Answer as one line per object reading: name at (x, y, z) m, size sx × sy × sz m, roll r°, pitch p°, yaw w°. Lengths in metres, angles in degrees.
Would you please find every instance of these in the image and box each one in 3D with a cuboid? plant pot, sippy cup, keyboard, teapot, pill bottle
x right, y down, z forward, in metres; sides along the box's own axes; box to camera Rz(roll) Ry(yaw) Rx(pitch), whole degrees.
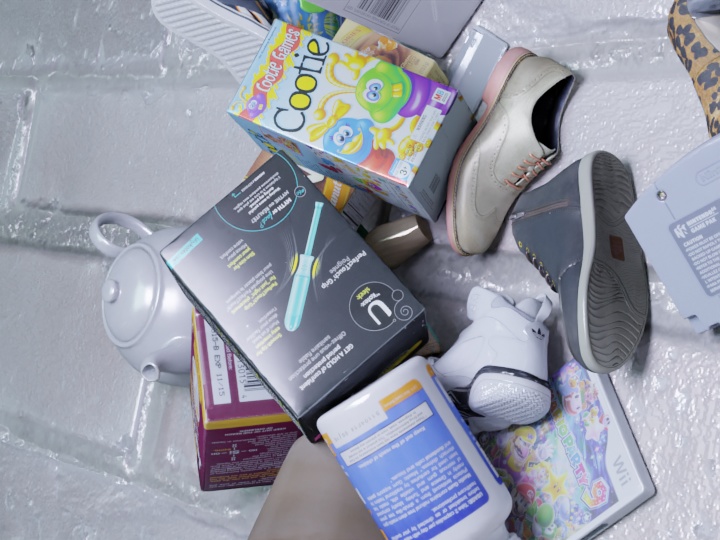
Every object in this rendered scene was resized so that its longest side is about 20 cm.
plant pot at (-0.019, 0.250, 1.424) m, size 0.200 × 0.200 × 0.174 m, roll -29°, pitch 40°, yaw 42°
sippy cup at (-0.074, -0.267, 1.680) m, size 0.139 × 0.178 × 0.131 m, roll -13°, pitch 78°, yaw 18°
keyboard at (0.086, -0.146, 1.539) m, size 0.056 × 0.011 × 0.201 m, roll 42°, pitch 112°, yaw 42°
teapot at (-0.231, 0.031, 1.757) m, size 0.200 × 0.146 × 0.198 m, roll 0°, pitch 78°, yaw 51°
pill bottle at (0.059, 0.184, 1.309) m, size 0.112 × 0.112 × 0.201 m, roll -34°, pitch 86°, yaw 39°

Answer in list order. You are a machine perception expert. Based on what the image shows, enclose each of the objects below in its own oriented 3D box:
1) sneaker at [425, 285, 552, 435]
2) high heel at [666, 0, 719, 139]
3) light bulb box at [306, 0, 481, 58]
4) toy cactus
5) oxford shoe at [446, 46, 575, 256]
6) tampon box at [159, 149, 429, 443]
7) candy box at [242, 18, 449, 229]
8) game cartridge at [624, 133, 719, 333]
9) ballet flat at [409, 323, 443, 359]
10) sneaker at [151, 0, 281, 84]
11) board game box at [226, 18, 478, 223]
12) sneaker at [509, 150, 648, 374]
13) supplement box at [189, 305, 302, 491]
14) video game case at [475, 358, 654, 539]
sneaker at (0.100, 0.085, 1.394) m, size 0.200 × 0.075 × 0.115 m, roll -17°, pitch 52°, yaw 49°
high heel at (0.295, -0.137, 1.261) m, size 0.143 × 0.071 × 0.201 m, roll -176°, pitch 86°, yaw -73°
light bulb box at (0.006, -0.342, 1.543) m, size 0.125 × 0.198 × 0.200 m, roll -54°, pitch 43°, yaw 22°
toy cactus at (0.000, 0.000, 1.551) m, size 0.165 × 0.102 × 0.201 m, roll -28°, pitch 54°, yaw 20°
oxford shoe at (0.137, -0.103, 1.417) m, size 0.074 × 0.071 × 0.201 m, roll 25°, pitch 102°, yaw 40°
tampon box at (-0.057, 0.026, 1.397) m, size 0.150 × 0.126 × 0.200 m, roll -40°, pitch 75°, yaw -7°
candy box at (-0.015, -0.138, 1.532) m, size 0.115 × 0.055 × 0.200 m, roll 30°, pitch 86°, yaw 28°
game cartridge at (0.304, -0.045, 1.173) m, size 0.200 × 0.040 × 0.134 m, roll -30°, pitch 93°, yaw 41°
ballet flat at (0.015, 0.134, 1.497) m, size 0.067 × 0.068 × 0.200 m, roll 41°, pitch 114°, yaw 24°
sneaker at (-0.115, -0.247, 1.597) m, size 0.079 × 0.200 × 0.079 m, roll -50°, pitch -3°, yaw -45°
board game box at (-0.005, -0.140, 1.440) m, size 0.199 × 0.105 × 0.103 m, roll 24°, pitch 82°, yaw 22°
sneaker at (0.185, 0.005, 1.331) m, size 0.106 × 0.075 × 0.201 m, roll -28°, pitch 49°, yaw 48°
supplement box at (-0.117, 0.126, 1.555) m, size 0.200 × 0.103 × 0.131 m, roll 102°, pitch 160°, yaw -61°
video game case at (0.158, 0.181, 1.343) m, size 0.200 × 0.018 × 0.144 m, roll -44°, pitch 48°, yaw 33°
